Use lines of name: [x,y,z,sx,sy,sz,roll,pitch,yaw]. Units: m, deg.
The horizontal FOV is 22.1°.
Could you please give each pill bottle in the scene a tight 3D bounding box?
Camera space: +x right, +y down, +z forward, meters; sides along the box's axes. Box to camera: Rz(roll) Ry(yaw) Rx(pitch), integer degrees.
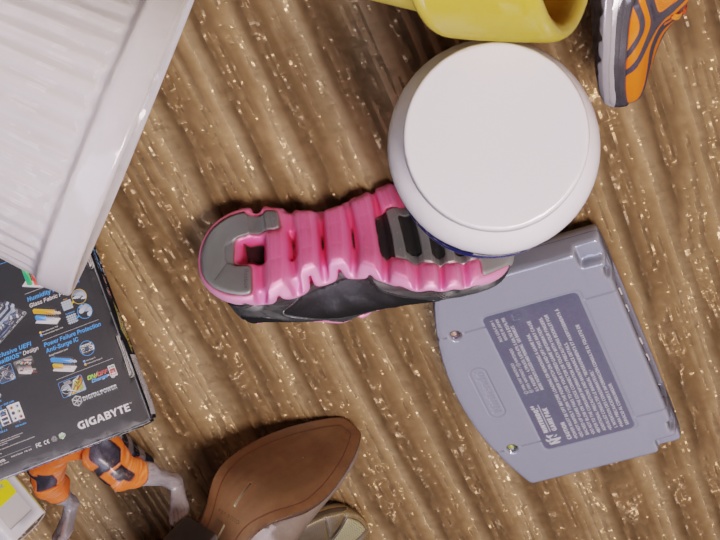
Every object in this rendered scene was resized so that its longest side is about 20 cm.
pill bottle: [0.073,-0.066,1.014,0.115,0.200,0.117,0,89,3]

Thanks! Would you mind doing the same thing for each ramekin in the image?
ramekin: [-0.169,-0.097,1.008,0.104,0.201,0.201,22,129,-7]

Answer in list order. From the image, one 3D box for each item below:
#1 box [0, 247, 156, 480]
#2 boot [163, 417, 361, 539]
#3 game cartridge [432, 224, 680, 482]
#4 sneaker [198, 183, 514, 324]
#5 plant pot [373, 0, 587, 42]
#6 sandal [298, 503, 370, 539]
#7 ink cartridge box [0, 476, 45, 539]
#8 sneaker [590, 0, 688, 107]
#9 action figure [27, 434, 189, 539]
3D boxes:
box: [-0.246,0.055,1.144,0.199,0.046,0.160,-21,88,-4]
boot: [-0.079,0.205,1.308,0.199,0.070,0.147,-31,143,-29]
game cartridge: [0.127,0.061,1.248,0.132,0.041,0.201,-18,129,12]
sneaker: [0.000,0.000,1.183,0.198,0.080,0.096,-3,151,6]
plant pot: [0.013,-0.216,0.910,0.188,0.201,0.202,4,134,19]
sandal: [-0.090,0.219,1.387,0.199,0.054,0.081,-22,125,1]
ink cartridge box: [-0.333,0.127,1.258,0.197,0.047,0.200,-30,98,46]
sneaker: [0.186,-0.173,1.008,0.111,0.078,0.201,2,132,0]
action figure: [-0.231,0.104,1.278,0.199,0.105,0.194,-4,130,39]
